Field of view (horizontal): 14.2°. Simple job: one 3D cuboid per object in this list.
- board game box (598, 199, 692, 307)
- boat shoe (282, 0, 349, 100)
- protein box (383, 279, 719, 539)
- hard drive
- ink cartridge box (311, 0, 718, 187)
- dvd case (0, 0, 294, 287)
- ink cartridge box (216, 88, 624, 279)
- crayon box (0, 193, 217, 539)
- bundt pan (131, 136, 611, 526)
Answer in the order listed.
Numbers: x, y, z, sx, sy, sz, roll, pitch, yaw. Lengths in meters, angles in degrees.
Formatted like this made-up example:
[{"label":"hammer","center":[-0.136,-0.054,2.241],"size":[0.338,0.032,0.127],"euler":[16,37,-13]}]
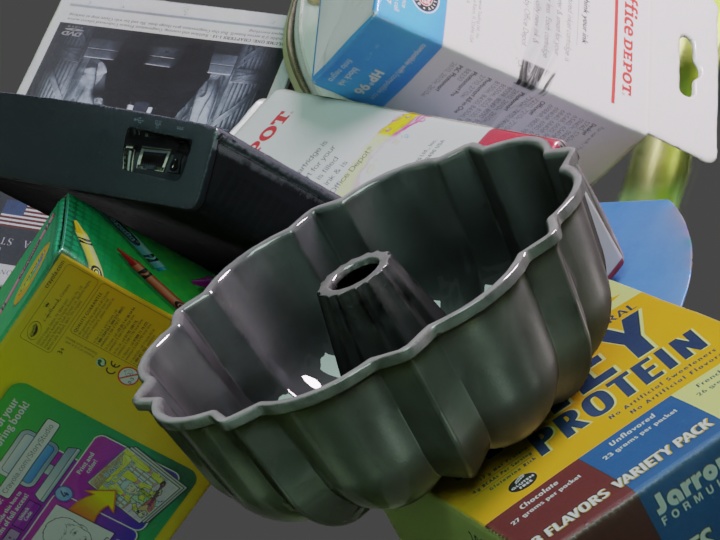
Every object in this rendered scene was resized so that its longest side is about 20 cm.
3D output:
[{"label":"board game box","center":[0.071,0.036,1.382],"size":[0.200,0.039,0.158],"euler":[-2,44,36]},{"label":"boat shoe","center":[0.003,-0.152,1.517],"size":[0.075,0.068,0.200],"euler":[9,51,-18]},{"label":"protein box","center":[0.126,0.134,1.160],"size":[0.135,0.200,0.199],"euler":[-33,19,-13]},{"label":"hard drive","center":[-0.093,-0.036,1.305],"size":[0.200,0.135,0.042],"euler":[11,77,47]},{"label":"ink cartridge box","center":[0.081,-0.116,1.452],"size":[0.200,0.068,0.116],"euler":[22,52,-21]},{"label":"dvd case","center":[-0.121,-0.060,1.516],"size":[0.150,0.025,0.200],"euler":[8,55,18]},{"label":"ink cartridge box","center":[0.000,0.000,1.370],"size":[0.200,0.083,0.146],"euler":[14,56,46]},{"label":"crayon box","center":[-0.133,0.079,1.288],"size":[0.200,0.119,0.058],"euler":[-53,19,22]},{"label":"bundt pan","center":[0.014,0.032,1.150],"size":[0.202,0.076,0.202],"euler":[-25,19,9]}]
